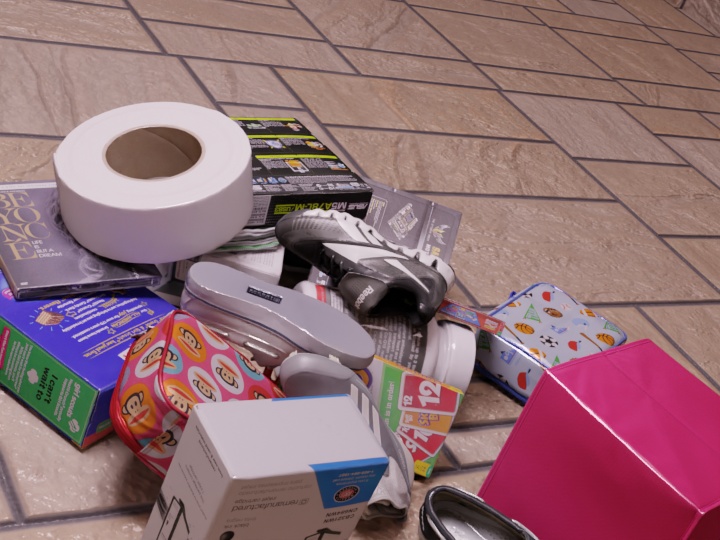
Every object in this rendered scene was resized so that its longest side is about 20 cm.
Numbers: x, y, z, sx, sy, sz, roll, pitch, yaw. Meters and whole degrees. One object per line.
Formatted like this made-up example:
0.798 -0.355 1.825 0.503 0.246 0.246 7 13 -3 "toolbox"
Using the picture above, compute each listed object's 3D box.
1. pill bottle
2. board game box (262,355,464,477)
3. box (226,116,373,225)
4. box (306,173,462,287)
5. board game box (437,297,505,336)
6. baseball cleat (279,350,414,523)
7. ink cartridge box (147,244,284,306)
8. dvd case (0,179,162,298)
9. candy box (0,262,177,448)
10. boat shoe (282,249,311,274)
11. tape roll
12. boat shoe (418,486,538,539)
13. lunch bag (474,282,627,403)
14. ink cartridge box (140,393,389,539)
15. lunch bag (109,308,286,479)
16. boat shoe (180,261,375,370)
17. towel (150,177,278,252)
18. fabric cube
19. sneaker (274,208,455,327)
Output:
0.016 0.086 1.335 0.200 0.114 0.114 13 30 -15 "pill bottle"
-0.003 0.131 1.254 0.200 0.096 0.030 23 3 -4 "board game box"
-0.116 -0.120 1.434 0.200 0.048 0.193 -5 33 -37 "box"
0.024 -0.007 1.473 0.158 0.048 0.200 19 59 -5 "box"
0.061 0.027 1.380 0.200 0.019 0.103 21 2 -3 "board game box"
-0.006 0.164 1.160 0.200 0.070 0.107 47 24 -29 "baseball cleat"
-0.192 -0.028 1.413 0.200 0.086 0.147 16 29 -8 "ink cartridge box"
-0.309 -0.039 1.261 0.148 0.016 0.200 -6 36 -31 "dvd case"
-0.279 0.064 1.210 0.200 0.077 0.169 32 30 20 "candy box"
-0.051 -0.026 1.533 0.200 0.060 0.076 20 29 -4 "boat shoe"
-0.212 -0.095 1.267 0.202 0.071 0.203 1 39 -1 "tape roll"
0.136 0.272 1.127 0.200 0.060 0.076 28 57 21 "boat shoe"
0.229 0.091 1.517 0.160 0.076 0.200 32 31 23 "lunch bag"
-0.085 0.201 0.985 0.146 0.200 0.084 -1 39 -35 "ink cartridge box"
-0.129 0.131 1.123 0.200 0.082 0.176 45 23 -23 "lunch bag"
-0.085 0.061 1.206 0.200 0.070 0.071 21 30 -1 "boat shoe"
-0.196 -0.085 1.390 0.149 0.031 0.200 -5 38 -41 "towel"
0.268 0.213 1.209 0.200 0.197 0.199 -11 42 -45 "fabric cube"
0.000 0.000 1.277 0.200 0.067 0.091 23 44 -4 "sneaker"
